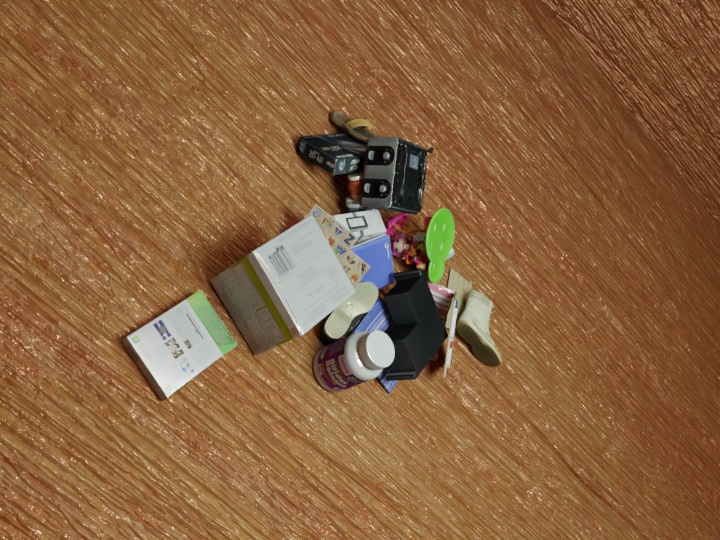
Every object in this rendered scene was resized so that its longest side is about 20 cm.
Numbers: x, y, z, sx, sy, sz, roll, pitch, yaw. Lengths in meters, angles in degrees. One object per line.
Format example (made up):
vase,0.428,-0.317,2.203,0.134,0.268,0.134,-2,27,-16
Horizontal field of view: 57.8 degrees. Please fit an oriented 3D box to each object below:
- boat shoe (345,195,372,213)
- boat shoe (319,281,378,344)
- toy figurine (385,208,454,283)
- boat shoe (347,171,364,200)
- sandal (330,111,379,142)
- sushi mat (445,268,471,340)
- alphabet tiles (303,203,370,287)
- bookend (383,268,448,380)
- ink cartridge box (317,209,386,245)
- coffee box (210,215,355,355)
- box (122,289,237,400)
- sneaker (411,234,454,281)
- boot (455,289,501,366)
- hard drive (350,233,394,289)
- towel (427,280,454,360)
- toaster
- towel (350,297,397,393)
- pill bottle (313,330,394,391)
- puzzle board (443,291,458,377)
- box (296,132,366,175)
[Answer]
boat shoe,0.022,-0.184,1.808,0.200,0.071,0.069,-35,128,-57
boat shoe,-0.030,0.103,1.616,0.074,0.063,0.202,43,57,1
toy figurine,0.143,-0.081,1.800,0.149,0.182,0.204,-7,106,-53
boat shoe,0.006,-0.245,1.782,0.200,0.070,0.064,-62,145,-68
sandal,-0.004,-0.407,1.831,0.199,0.055,0.080,38,30,26
sushi mat,0.287,0.097,1.934,0.095,0.012,0.203,32,53,-24
alphabet tiles,-0.081,-0.033,1.578,0.199,0.168,0.008,39,6,-3
bookend,0.110,0.134,1.625,0.200,0.091,0.201,-43,115,-47
ink cartridge box,-0.046,-0.095,1.671,0.198,0.116,0.069,-12,77,-42
coffee box,-0.171,0.036,1.449,0.199,0.197,0.202,-35,96,-44
box,-0.367,0.150,1.345,0.199,0.036,0.146,-37,95,-42
sneaker,0.217,-0.016,1.853,0.116,0.074,0.204,-9,70,-2
boot,0.363,0.170,1.920,0.200,0.071,0.156,48,43,-22
hard drive,0.000,0.000,1.665,0.198,0.025,0.134,-22,114,-33
towel,0.176,0.130,1.773,0.145,0.030,0.203,22,78,-28
toaster,0.092,-0.247,1.704,0.199,0.117,0.184,1,96,-56
towel,0.063,0.189,1.661,0.145,0.024,0.201,-48,116,-35
pill bottle,-0.014,0.205,1.501,0.111,0.199,0.114,17,59,-32
puzzle board,0.243,0.168,1.740,0.151,0.017,0.204,-37,133,-79
box,-0.049,-0.317,1.759,0.198,0.044,0.160,-15,39,-42
